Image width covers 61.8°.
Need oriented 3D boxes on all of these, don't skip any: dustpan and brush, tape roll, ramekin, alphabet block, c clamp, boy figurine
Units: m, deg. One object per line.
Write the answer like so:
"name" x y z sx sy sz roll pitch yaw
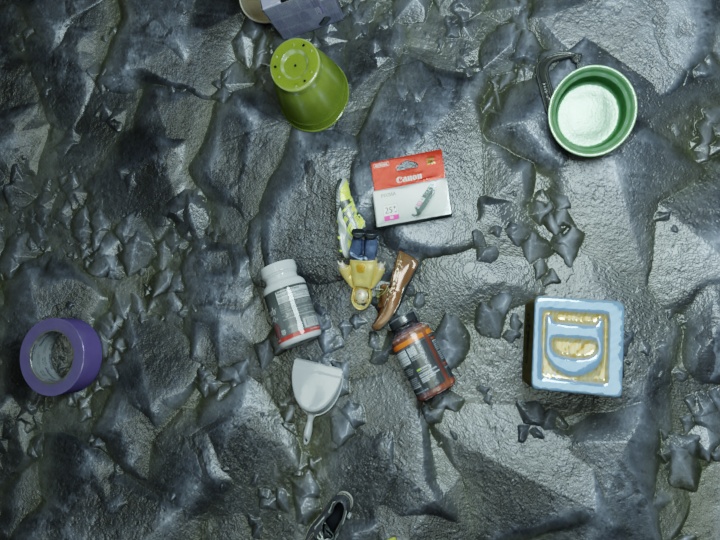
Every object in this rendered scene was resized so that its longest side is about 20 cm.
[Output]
"dustpan and brush" -0.122 0.338 1.521 0.136 0.057 0.206 11 80 12
"tape roll" -0.813 0.233 1.635 0.194 0.085 0.207 -1 85 10
"ramekin" 0.541 -0.370 1.421 0.194 0.098 0.207 2 97 14
"alphabet block" 0.469 0.166 1.349 0.189 0.200 0.203 5 85 11
"c clamp" 0.529 -0.455 1.488 0.167 0.027 0.205 -21 83 13
"boy figurine" 0.000 0.000 1.492 0.120 0.065 0.206 7 105 5

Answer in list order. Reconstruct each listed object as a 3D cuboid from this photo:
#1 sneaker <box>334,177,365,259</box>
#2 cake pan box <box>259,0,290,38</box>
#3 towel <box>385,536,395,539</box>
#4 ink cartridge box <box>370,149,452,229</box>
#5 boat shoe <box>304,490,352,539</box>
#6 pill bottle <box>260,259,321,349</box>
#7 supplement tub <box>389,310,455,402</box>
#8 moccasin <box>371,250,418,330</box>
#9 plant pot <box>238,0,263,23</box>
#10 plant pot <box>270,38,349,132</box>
"sneaker" -0.026 -0.135 1.539 0.074 0.075 0.206 -7 94 2
"cake pan box" -0.148 -0.677 1.541 0.179 0.200 0.054 -17 87 10
"towel" 0.082 0.761 1.457 0.084 0.018 0.205 -20 80 2
"ink cartridge box" 0.126 -0.210 1.527 0.194 0.044 0.179 -9 84 9
"boat shoe" -0.088 0.637 1.474 0.072 0.063 0.203 32 91 11
"pill bottle" -0.179 0.084 1.517 0.113 0.116 0.205 -20 81 7
"supplement tub" 0.143 0.204 1.452 0.105 0.107 0.204 -27 80 6
"moccasin" 0.073 0.051 1.489 0.076 0.074 0.206 25 89 -3
"plant pot" -0.270 -0.808 1.600 0.184 0.187 0.203 -31 66 6
"plant pot" -0.140 -0.482 1.524 0.194 0.193 0.207 -1 84 9
